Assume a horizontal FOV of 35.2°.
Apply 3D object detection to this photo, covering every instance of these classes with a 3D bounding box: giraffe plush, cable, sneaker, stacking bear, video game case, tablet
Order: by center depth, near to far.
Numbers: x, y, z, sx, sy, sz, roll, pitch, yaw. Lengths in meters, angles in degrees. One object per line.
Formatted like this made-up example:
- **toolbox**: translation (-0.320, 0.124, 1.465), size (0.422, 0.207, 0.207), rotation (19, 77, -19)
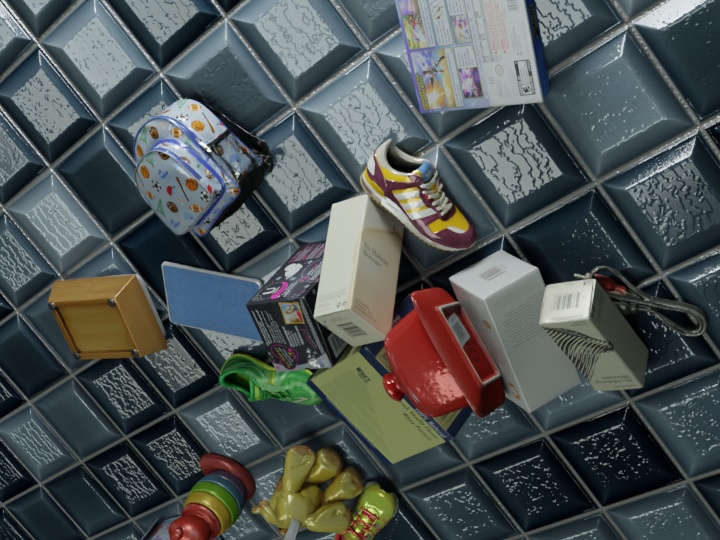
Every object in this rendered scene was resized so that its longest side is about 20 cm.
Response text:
- **video game case**: translation (0.149, -0.318, 1.530), size (0.181, 0.045, 0.200), rotation (-1, 119, 26)
- **cable**: translation (0.403, 0.040, 1.646), size (0.199, 0.050, 0.097), rotation (6, 112, 9)
- **sneaker**: translation (0.095, -0.109, 1.672), size (0.200, 0.075, 0.090), rotation (34, 134, 2)
- **tablet**: translation (-0.256, 0.055, 1.995), size (0.200, 0.014, 0.130), rotation (10, 123, 20)
- **sneaker**: translation (-0.158, 0.206, 1.996), size (0.200, 0.084, 0.074), rotation (11, 124, 20)
- **sneaker**: translation (0.005, 0.466, 2.075), size (0.078, 0.090, 0.200), rotation (33, 128, 7)
- **giraffe plush**: translation (-0.110, 0.423, 2.080), size (0.172, 0.200, 0.162), rotation (41, 158, -6)
- **stacking bear**: translation (-0.293, 0.459, 2.150), size (0.113, 0.200, 0.122), rotation (2, 120, 26)

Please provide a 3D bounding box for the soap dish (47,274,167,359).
- **soap dish**: translation (-0.468, 0.089, 2.082), size (0.200, 0.081, 0.158), rotation (-4, 118, 30)

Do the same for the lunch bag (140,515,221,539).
- **lunch bag**: translation (-0.405, 0.594, 2.314), size (0.200, 0.170, 0.127), rotation (-19, 111, 35)

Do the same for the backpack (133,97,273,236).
- **backpack**: translation (-0.268, -0.164, 1.783), size (0.191, 0.154, 0.200), rotation (51, 132, 3)

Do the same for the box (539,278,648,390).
- **box**: translation (0.337, 0.096, 1.631), size (0.082, 0.069, 0.200), rotation (-10, 141, 36)

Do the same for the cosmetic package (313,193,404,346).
- **cosmetic package**: translation (0.000, 0.000, 1.695), size (0.073, 0.200, 0.103), rotation (-14, 144, 35)

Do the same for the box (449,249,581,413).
- **box**: translation (0.228, 0.088, 1.680), size (0.200, 0.097, 0.124), rotation (66, 168, -21)

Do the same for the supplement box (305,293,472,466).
- **supplement box**: translation (0.060, 0.177, 1.806), size (0.200, 0.134, 0.200), rotation (46, 144, -6)

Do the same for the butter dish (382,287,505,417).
- **butter dish**: translation (0.099, 0.139, 1.641), size (0.148, 0.200, 0.200), rotation (-31, 83, 17)

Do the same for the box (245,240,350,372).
- **box**: translation (-0.068, 0.052, 1.777), size (0.115, 0.200, 0.132), rotation (-7, 116, 32)
